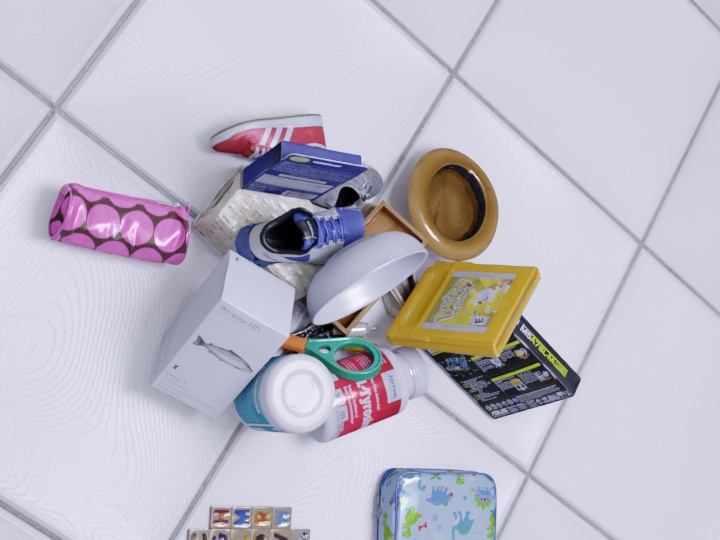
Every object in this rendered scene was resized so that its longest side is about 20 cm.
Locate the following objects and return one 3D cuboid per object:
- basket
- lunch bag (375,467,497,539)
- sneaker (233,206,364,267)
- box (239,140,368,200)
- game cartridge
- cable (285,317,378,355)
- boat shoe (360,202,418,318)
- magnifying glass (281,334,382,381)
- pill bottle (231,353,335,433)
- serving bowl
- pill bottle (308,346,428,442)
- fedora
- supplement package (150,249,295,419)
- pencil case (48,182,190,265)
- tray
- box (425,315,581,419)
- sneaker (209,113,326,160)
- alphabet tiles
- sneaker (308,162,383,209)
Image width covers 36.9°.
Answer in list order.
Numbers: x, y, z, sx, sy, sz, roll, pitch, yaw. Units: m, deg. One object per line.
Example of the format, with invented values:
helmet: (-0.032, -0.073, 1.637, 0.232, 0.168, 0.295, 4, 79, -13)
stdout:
basket: (-0.136, -0.057, 1.650, 0.200, 0.123, 0.136, 43, 68, -15)
lunch bag: (0.122, 0.403, 1.746, 0.198, 0.082, 0.163, 6, 80, -26)
sneaker: (-0.071, -0.048, 1.547, 0.197, 0.115, 0.082, -10, 89, -28)
box: (-0.079, -0.141, 1.509, 0.120, 0.199, 0.033, 8, 78, -25)
game cartridge: (0.159, 0.054, 1.677, 0.177, 0.198, 0.033, -56, 135, -35)
cable: (-0.068, 0.097, 1.706, 0.198, 0.050, 0.098, -12, 90, -27)
boat shoe: (0.052, -0.018, 1.771, 0.072, 0.065, 0.202, -21, 93, -27)
magnifying glass: (-0.063, 0.121, 1.660, 0.197, 0.023, 0.080, 13, 40, 8)
pill bottle: (-0.123, 0.181, 1.585, 0.109, 0.199, 0.112, 3, 83, -26)
serving bowl: (0.000, 0.000, 1.590, 0.198, 0.200, 0.066, -25, 76, -27)
pill bottle: (0.004, 0.187, 1.696, 0.198, 0.112, 0.114, -18, 92, -27)
fedora: (0.141, -0.104, 1.815, 0.198, 0.082, 0.203, 11, 68, -29)
supplement package: (-0.197, 0.094, 1.546, 0.116, 0.200, 0.118, 31, 31, -19)
pencil case: (-0.347, -0.071, 1.569, 0.198, 0.091, 0.095, 10, 115, -27)
tray: (0.006, -0.003, 1.710, 0.098, 0.037, 0.200, 41, 80, 5)
box: (0.227, 0.150, 1.763, 0.193, 0.199, 0.048, 46, 52, -12)
sneaker: (-0.135, -0.178, 1.695, 0.198, 0.071, 0.114, -13, 86, -29)
alphabet tiles: (-0.169, 0.444, 1.638, 0.198, 0.006, 0.169, 7, 81, -25)
sneaker: (-0.020, -0.119, 1.707, 0.082, 0.075, 0.199, 37, 28, 25)
